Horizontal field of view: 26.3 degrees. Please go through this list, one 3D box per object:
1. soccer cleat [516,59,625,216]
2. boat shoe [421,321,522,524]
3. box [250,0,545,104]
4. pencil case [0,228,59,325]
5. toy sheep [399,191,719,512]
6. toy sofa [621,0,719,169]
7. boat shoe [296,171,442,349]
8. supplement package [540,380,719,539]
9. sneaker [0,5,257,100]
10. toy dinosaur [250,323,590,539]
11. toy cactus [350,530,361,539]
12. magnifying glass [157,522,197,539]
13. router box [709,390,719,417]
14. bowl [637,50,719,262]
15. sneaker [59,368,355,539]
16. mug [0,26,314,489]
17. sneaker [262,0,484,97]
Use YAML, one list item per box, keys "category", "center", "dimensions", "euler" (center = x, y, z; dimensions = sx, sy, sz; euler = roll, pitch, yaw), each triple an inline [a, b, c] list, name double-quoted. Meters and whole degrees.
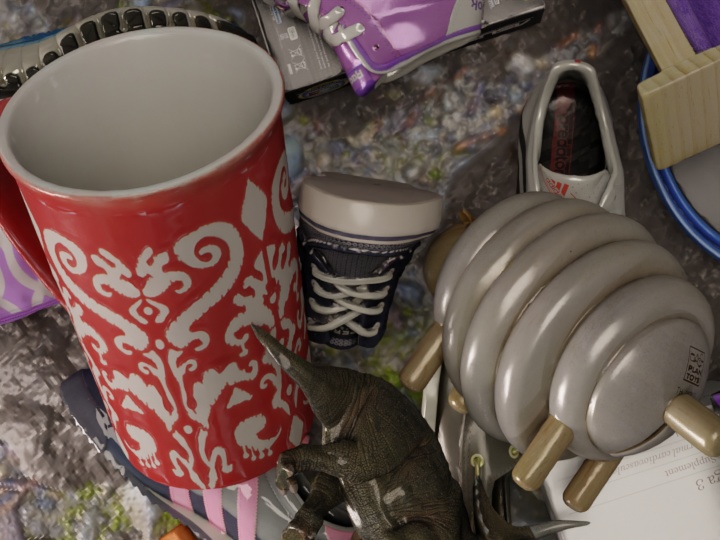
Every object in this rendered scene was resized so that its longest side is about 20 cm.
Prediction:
- category: "soccer cleat"
  center: [0.113, -0.017, 0.842]
  dimensions: [0.068, 0.085, 0.202]
  euler: [1, 77, 4]
- category: "boat shoe"
  center: [0.064, 0.107, 0.856]
  dimensions: [0.060, 0.072, 0.203]
  euler: [4, 94, 13]
- category: "box"
  center: [0.001, -0.216, 0.888]
  dimensions: [0.159, 0.044, 0.201]
  euler: [-18, 87, 1]
- category: "pencil case"
  center: [-0.189, -0.008, 0.866]
  dimensions: [0.199, 0.084, 0.086]
  euler: [-20, 78, 1]
- category: "toy sheep"
  center: [0.102, 0.035, 0.748]
  dimensions: [0.200, 0.138, 0.138]
  euler: [38, 89, 37]
- category: "toy sofa"
  center: [0.160, -0.164, 0.822]
  dimensions: [0.097, 0.083, 0.201]
  euler: [-23, 61, 5]
- category: "boat shoe"
  center: [0.000, 0.000, 0.806]
  dimensions: [0.074, 0.200, 0.093]
  euler: [8, 95, 2]
- category: "supplement package"
  center: [0.176, 0.173, 0.828]
  dimensions: [0.116, 0.117, 0.201]
  euler: [-19, 87, 2]
- category: "sneaker"
  center: [-0.152, -0.113, 0.863]
  dimensions: [0.198, 0.090, 0.079]
  euler: [-7, 114, 9]
- category: "toy dinosaur"
  center: [0.010, 0.103, 0.752]
  dimensions: [0.200, 0.077, 0.102]
  euler: [49, 50, -2]
- category: "toy cactus"
  center: [-0.003, 0.182, 0.801]
  dimensions: [0.199, 0.102, 0.166]
  euler: [24, 90, 8]
- category: "magnifying glass"
  center: [-0.053, 0.233, 0.885]
  dimensions: [0.079, 0.022, 0.200]
  euler: [-36, 89, 1]
- category: "router box"
  center: [0.259, 0.109, 0.792]
  dimensions: [0.051, 0.200, 0.150]
  euler: [-20, 87, 35]
- category: "bowl"
  center: [0.255, -0.089, 0.875]
  dimensions: [0.199, 0.039, 0.202]
  euler: [0, 87, 2]
- category: "sneaker"
  center: [-0.074, 0.106, 0.865]
  dimensions: [0.200, 0.070, 0.082]
  euler: [40, 96, -5]
- category: "mug"
  center: [-0.098, -0.010, 0.774]
  dimensions: [0.133, 0.201, 0.178]
  euler: [-26, 42, -19]
- category: "sneaker"
  center: [-0.030, -0.151, 0.831]
  dimensions: [0.199, 0.073, 0.115]
  euler: [-2, 91, 3]
